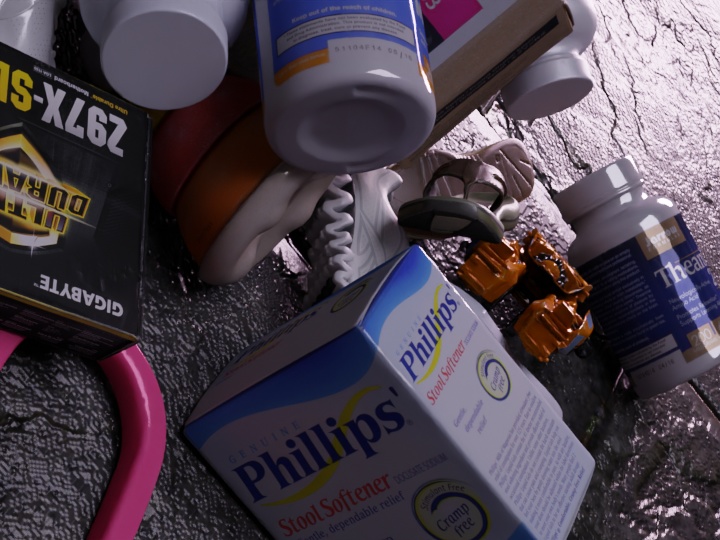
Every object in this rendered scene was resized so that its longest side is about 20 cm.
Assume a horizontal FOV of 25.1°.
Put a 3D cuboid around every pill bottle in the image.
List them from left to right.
[{"bbox_3d":[-0.130,-0.203,1.074,0.111,0.112,0.202,29,36,-33],"label":"pill bottle"},{"bbox_3d":[-0.016,-0.174,1.053,0.111,0.112,0.202,20,52,-39],"label":"pill bottle"},{"bbox_3d":[0.115,-0.220,1.241,0.110,0.110,0.202,1,66,-47],"label":"pill bottle"},{"bbox_3d":[0.255,0.003,1.462,0.111,0.111,0.202,-22,83,-52],"label":"pill bottle"}]

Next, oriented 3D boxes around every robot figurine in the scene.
[{"bbox_3d":[0.141,0.015,1.316,0.145,0.058,0.200,47,14,5],"label":"robot figurine"}]

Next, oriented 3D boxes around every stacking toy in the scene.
[{"bbox_3d":[-0.117,-0.103,1.126,0.200,0.146,0.146,44,38,5],"label":"stacking toy"}]

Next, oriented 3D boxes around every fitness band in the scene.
[{"bbox_3d":[-0.186,0.107,0.965,0.143,0.037,0.201,41,43,-23],"label":"fitness band"}]

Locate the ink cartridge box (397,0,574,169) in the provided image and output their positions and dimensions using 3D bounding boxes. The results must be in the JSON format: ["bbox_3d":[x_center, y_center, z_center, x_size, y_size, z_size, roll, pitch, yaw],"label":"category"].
[{"bbox_3d":[0.028,-0.203,1.159,0.201,0.164,0.075,52,6,14],"label":"ink cartridge box"}]

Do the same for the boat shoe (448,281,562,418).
[{"bbox_3d":[0.081,0.079,1.248,0.200,0.073,0.067,41,48,-15],"label":"boat shoe"}]

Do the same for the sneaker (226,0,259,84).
[{"bbox_3d":[-0.118,-0.185,1.221,0.200,0.074,0.118,46,-9,18],"label":"sneaker"}]

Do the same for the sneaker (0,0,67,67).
[{"bbox_3d":[-0.225,-0.148,1.066,0.088,0.075,0.201,43,51,-24],"label":"sneaker"}]

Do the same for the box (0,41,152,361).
[{"bbox_3d":[-0.215,-0.052,0.956,0.199,0.049,0.162,25,53,-40],"label":"box"}]

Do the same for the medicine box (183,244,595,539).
[{"bbox_3d":[0.018,0.117,1.067,0.200,0.181,0.103,49,39,-12],"label":"medicine box"}]

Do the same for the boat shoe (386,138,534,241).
[{"bbox_3d":[0.068,-0.064,1.349,0.199,0.062,0.074,-13,92,-48],"label":"boat shoe"}]

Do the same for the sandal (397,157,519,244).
[{"bbox_3d":[0.077,-0.056,1.212,0.201,0.079,0.058,-29,128,-77],"label":"sandal"}]

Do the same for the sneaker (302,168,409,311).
[{"bbox_3d":[0.000,0.000,1.190,0.080,0.075,0.202,10,60,-22],"label":"sneaker"}]
